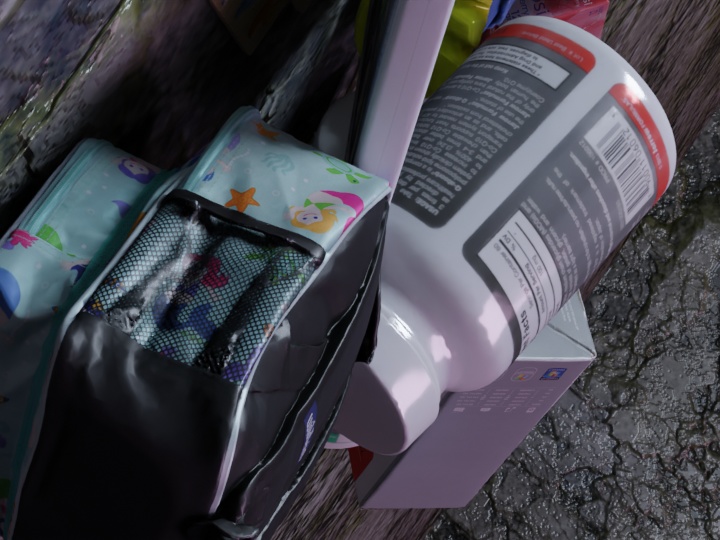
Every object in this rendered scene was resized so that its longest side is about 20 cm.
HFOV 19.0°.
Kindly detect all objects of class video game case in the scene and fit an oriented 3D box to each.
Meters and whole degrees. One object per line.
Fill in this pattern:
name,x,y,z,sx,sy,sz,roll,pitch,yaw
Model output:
video game case,0.021,-0.127,0.908,0.200,0.023,0.183,108,-8,-57

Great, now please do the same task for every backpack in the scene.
backpack,-0.071,0.034,0.848,0.200,0.150,0.178,-52,167,-44

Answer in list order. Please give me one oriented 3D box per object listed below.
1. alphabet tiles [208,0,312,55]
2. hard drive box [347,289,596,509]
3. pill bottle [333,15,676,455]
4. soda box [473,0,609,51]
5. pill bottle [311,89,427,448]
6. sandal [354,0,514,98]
alphabet tiles,-0.012,-0.175,0.895,0.167,0.006,0.200,-57,169,-3
hard drive box,0.053,0.034,1.312,0.076,0.157,0.200,0,149,-22
pill bottle,0.049,-0.017,1.018,0.200,0.116,0.116,-46,166,-22
soda box,0.099,-0.138,1.282,0.069,0.064,0.200,-16,164,-4
pill bottle,0.000,0.000,1.177,0.113,0.113,0.201,-48,167,-38
sandal,0.068,-0.182,1.073,0.200,0.079,0.087,-53,176,28
